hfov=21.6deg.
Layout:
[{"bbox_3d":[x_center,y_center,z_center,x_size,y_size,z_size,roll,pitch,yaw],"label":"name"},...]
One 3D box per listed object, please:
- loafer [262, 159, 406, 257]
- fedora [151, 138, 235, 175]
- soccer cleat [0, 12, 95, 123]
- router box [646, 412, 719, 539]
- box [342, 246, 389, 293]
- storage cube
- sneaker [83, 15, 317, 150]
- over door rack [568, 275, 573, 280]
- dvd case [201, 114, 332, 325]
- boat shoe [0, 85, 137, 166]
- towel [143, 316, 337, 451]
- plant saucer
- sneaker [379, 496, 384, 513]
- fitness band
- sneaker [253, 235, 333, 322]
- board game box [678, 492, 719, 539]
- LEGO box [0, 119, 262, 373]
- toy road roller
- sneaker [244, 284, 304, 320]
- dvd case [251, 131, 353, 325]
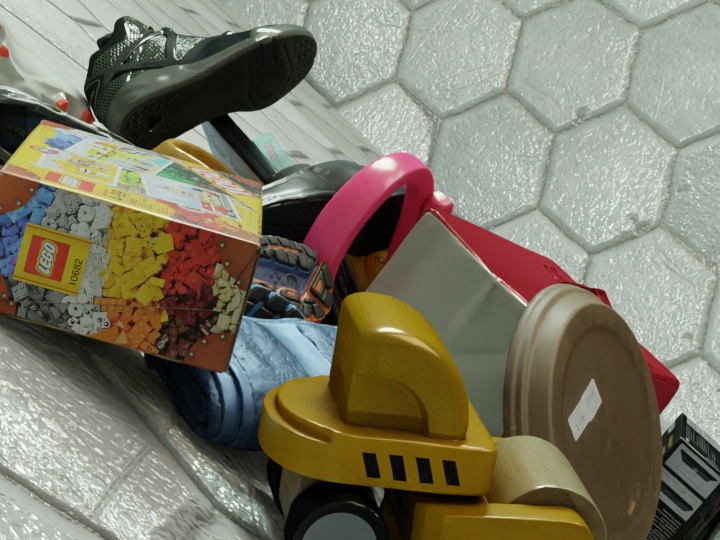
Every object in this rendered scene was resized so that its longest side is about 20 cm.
[{"bbox_3d":[-0.043,-0.046,1.416,0.072,0.073,0.199,38,23,26],"label":"loafer"},{"bbox_3d":[-0.123,-0.039,1.445,0.200,0.082,0.201,39,7,-6],"label":"fedora"},{"bbox_3d":[-0.282,-0.159,1.444,0.077,0.069,0.200,40,-2,44],"label":"soccer cleat"},{"bbox_3d":[0.228,0.199,1.530,0.052,0.158,0.200,40,7,7],"label":"router box"},{"bbox_3d":[0.021,0.037,1.581,0.117,0.048,0.201,-126,-165,-59],"label":"box"},{"bbox_3d":[0.096,0.084,1.410,0.171,0.201,0.179,45,15,33],"label":"storage cube"},{"bbox_3d":[-0.135,-0.169,1.513,0.114,0.198,0.077,45,-32,35],"label":"sneaker"},{"bbox_3d":[0.122,0.063,1.608,0.147,0.066,0.202,25,-45,37],"label":"over door rack"},{"bbox_3d":[-0.077,-0.037,1.566,0.143,0.017,0.201,49,-18,46],"label":"dvd case"},{"bbox_3d":[-0.184,-0.065,1.315,0.199,0.069,0.057,26,0,-15],"label":"boat shoe"},{"bbox_3d":[-0.031,0.070,1.178,0.199,0.049,0.112,8,28,-39],"label":"towel"},{"bbox_3d":[0.153,0.108,1.250,0.029,0.202,0.200,-8,-24,33],"label":"plant saucer"},{"bbox_3d":[0.058,0.177,1.166,0.099,0.071,0.200,37,2,-12],"label":"sneaker"},{"bbox_3d":[0.000,0.000,1.414,0.037,0.201,0.143,40,44,25],"label":"fitness band"},{"bbox_3d":[-0.118,0.005,1.301,0.199,0.078,0.076,23,52,-25],"label":"sneaker"},{"bbox_3d":[0.284,0.244,1.587,0.064,0.148,0.200,37,7,-1],"label":"board game box"},{"bbox_3d":[-0.136,-0.019,1.101,0.147,0.078,0.200,16,11,-7],"label":"LEGO box"},{"bbox_3d":[0.042,0.097,1.058,0.198,0.148,0.123,7,16,-11],"label":"toy road roller"},{"bbox_3d":[-0.053,0.067,1.288,0.200,0.075,0.087,41,-6,-33],"label":"sneaker"},{"bbox_3d":[-0.033,-0.005,1.579,0.146,0.022,0.201,-126,-165,-62],"label":"dvd case"}]
